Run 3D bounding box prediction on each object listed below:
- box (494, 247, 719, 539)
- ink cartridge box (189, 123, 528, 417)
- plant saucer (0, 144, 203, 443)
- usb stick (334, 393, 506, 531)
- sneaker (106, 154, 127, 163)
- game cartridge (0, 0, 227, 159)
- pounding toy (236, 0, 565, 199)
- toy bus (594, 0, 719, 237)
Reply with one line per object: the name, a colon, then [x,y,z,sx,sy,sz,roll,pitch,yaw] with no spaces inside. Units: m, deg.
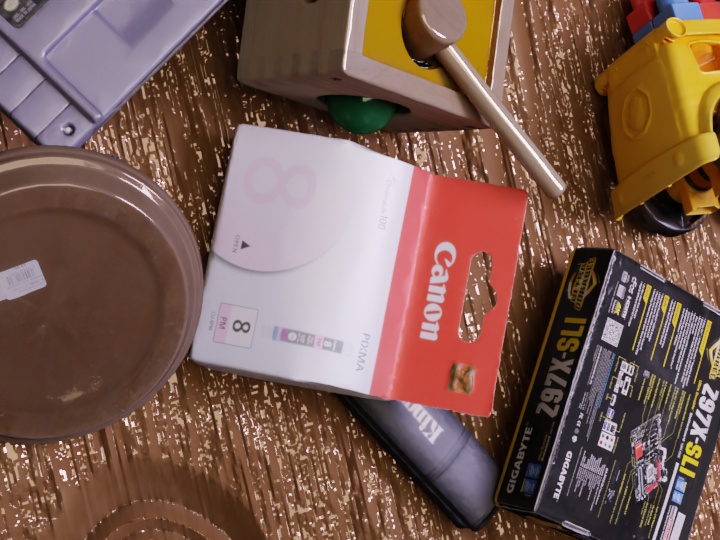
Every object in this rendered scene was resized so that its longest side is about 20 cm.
box: [0.196,0.104,1.008,0.159,0.049,0.201,27,76,-33]
ink cartridge box: [0.000,0.000,0.906,0.199,0.057,0.163,9,81,10]
plant saucer: [-0.190,0.023,0.832,0.199,0.029,0.201,-8,117,-17]
usb stick: [0.030,0.100,0.963,0.055,0.033,0.200,-46,103,-18]
sneaker: [-0.234,-0.020,0.840,0.199,0.070,0.091,-7,86,-25]
game cartridge: [-0.160,-0.178,0.835,0.130,0.038,0.200,44,80,-7]
pounding toy: [0.038,-0.161,0.903,0.184,0.142,0.201,12,83,-46]
toy bus: [0.281,-0.135,1.045,0.199,0.136,0.193,-3,72,-25]
